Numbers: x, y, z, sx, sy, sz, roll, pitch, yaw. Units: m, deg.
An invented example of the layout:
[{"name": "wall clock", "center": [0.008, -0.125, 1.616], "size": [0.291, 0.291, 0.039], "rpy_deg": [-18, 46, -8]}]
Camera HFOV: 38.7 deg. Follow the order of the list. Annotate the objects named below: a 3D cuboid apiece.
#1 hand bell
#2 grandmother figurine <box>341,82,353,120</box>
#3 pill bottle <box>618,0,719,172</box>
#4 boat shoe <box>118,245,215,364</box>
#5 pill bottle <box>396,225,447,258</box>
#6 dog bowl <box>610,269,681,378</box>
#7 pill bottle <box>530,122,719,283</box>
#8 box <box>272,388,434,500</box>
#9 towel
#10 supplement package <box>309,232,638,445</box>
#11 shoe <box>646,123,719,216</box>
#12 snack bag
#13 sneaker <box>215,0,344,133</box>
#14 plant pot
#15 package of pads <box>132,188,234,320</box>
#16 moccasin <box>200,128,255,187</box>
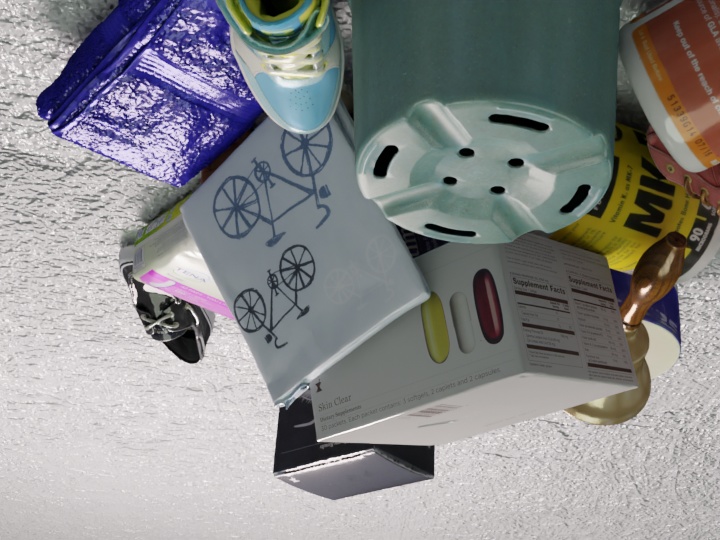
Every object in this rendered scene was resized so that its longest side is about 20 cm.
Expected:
[{"name": "hand bell", "center": [0.219, 0.033, 0.829], "size": [0.104, 0.104, 0.200], "rpy_deg": [7, 144, -4]}, {"name": "grandmother figurine", "center": [0.029, -0.102, 0.775], "size": [0.200, 0.121, 0.061], "rpy_deg": [24, -178, 32]}, {"name": "pill bottle", "center": [0.274, -0.153, 0.645], "size": [0.200, 0.112, 0.112], "rpy_deg": [-28, 139, 26]}, {"name": "boat shoe", "center": [-0.213, 0.044, 1.125], "size": [0.072, 0.068, 0.200], "rpy_deg": [-1, 150, 9]}, {"name": "pill bottle", "center": [0.000, 0.000, 0.921], "size": [0.200, 0.112, 0.112], "rpy_deg": [-9, 154, -16]}, {"name": "dog bowl", "center": [0.216, 0.050, 1.025], "size": [0.200, 0.079, 0.200], "rpy_deg": [3, 151, 2]}, {"name": "pill bottle", "center": [0.186, -0.066, 0.827], "size": [0.200, 0.115, 0.114], "rpy_deg": [15, 149, -20]}, {"name": "box", "center": [-0.003, 0.135, 1.125], "size": [0.148, 0.200, 0.104], "rpy_deg": [-20, 143, 36]}, {"name": "towel", "center": [-0.136, -0.141, 0.774], "size": [0.148, 0.050, 0.200], "rpy_deg": [27, 135, -34]}, {"name": "supplement package", "center": [0.079, 0.059, 0.795], "size": [0.200, 0.111, 0.156], "rpy_deg": [-25, 155, 38]}, {"name": "shoe", "center": [0.269, -0.064, 0.742], "size": [0.091, 0.201, 0.071], "rpy_deg": [-18, 161, 40]}, {"name": "snack bag", "center": [-0.045, -0.020, 0.787], "size": [0.189, 0.200, 0.021], "rpy_deg": [-39, 161, 33]}, {"name": "sneaker", "center": [-0.050, -0.147, 0.642], "size": [0.079, 0.131, 0.200], "rpy_deg": [-8, 131, 2]}, {"name": "plant pot", "center": [0.076, -0.135, 0.635], "size": [0.200, 0.196, 0.200], "rpy_deg": [3, 152, 2]}, {"name": "package of pads", "center": [-0.105, -0.008, 1.019], "size": [0.200, 0.068, 0.154], "rpy_deg": [24, 146, -32]}, {"name": "moccasin", "center": [-0.036, -0.080, 0.869], "size": [0.201, 0.078, 0.074], "rpy_deg": [6, 151, -2]}]
